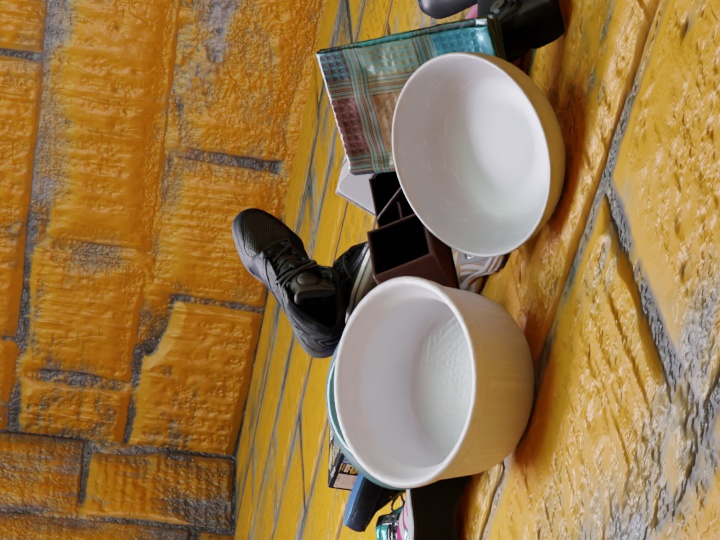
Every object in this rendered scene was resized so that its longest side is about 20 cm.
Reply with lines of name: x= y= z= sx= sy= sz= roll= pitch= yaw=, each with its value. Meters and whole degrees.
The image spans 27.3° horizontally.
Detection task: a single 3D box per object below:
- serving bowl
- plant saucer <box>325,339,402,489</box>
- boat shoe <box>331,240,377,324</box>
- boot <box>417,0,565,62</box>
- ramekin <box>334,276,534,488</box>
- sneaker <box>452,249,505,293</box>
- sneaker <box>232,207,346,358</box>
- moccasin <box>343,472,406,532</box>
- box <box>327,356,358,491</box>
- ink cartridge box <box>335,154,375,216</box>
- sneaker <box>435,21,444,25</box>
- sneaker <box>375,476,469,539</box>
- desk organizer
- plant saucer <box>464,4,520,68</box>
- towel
serving bowl: x=0.124 y=-0.118 z=1.437 sx=0.200 sy=0.066 sz=0.200 roll=20 pitch=120 yaw=39
plant saucer: x=0.027 y=0.134 z=1.576 sx=0.200 sy=0.036 sz=0.200 roll=-3 pitch=86 yaw=42
boat shoe: x=0.000 y=0.000 z=1.707 sx=0.075 sy=0.062 sz=0.200 roll=-39 pitch=-11 yaw=-24
boot: x=0.131 y=-0.274 z=1.551 sx=0.165 sy=0.066 sz=0.200 roll=-36 pitch=36 yaw=27
ramekin: x=0.074 y=0.108 z=1.433 sx=0.200 sy=0.098 sz=0.201 roll=-7 pitch=80 yaw=48
sneaker: x=0.102 y=-0.026 z=1.622 sx=0.200 sy=0.092 sz=0.076 roll=115 pitch=161 yaw=-60
sneaker: x=-0.077 y=-0.002 z=1.694 sx=0.199 sy=0.076 sz=0.114 roll=59 pitch=161 yaw=15
moccasin: x=0.041 y=0.227 z=1.727 sx=0.200 sy=0.068 sz=0.080 roll=-61 pitch=-1 yaw=-42
box: x=-0.006 y=0.162 z=1.927 sx=0.160 sy=0.049 sz=0.200 roll=106 pitch=168 yaw=-54
ink cartridge box: x=0.047 y=-0.168 z=1.883 sx=0.147 sy=0.083 sz=0.200 roll=-53 pitch=11 yaw=24
sneaker: x=0.075 y=-0.240 z=1.996 sx=0.076 sy=0.088 sz=0.200 roll=-98 pitch=19 yaw=-66
sneaker: x=0.070 y=0.257 z=1.639 sx=0.121 sy=0.084 sz=0.200 roll=170 pitch=107 yaw=-71
desk organizer: x=0.047 y=-0.048 z=1.556 sx=0.200 sy=0.072 sz=0.077 roll=-99 pitch=-17 yaw=-45
plant saucer: x=0.135 y=-0.204 z=1.673 sx=0.201 sy=0.051 sz=0.201 roll=-169 pitch=90 yaw=-80
towel: x=0.061 y=-0.173 z=1.506 sx=0.022 sy=0.200 sz=0.147 roll=-49 pitch=-53 yaw=-56
